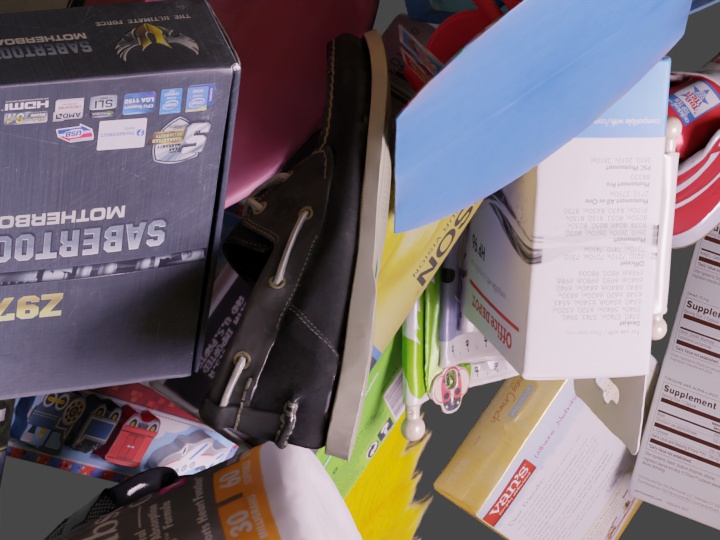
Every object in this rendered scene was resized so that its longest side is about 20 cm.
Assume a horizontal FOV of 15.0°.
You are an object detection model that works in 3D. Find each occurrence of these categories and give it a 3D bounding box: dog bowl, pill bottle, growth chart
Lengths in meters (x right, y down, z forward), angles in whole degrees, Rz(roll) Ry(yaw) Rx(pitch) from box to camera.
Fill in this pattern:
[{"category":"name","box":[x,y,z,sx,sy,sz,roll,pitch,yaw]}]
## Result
[{"category":"dog bowl","box":[-0.072,-0.108,1.138,0.200,0.074,0.200,-36,145,-31]},{"category":"pill bottle","box":[-0.095,0.163,1.212,0.200,0.116,0.116,-25,149,6]},{"category":"growth chart","box":[0.096,-0.004,1.458,0.200,0.018,0.145,-18,114,-32]}]

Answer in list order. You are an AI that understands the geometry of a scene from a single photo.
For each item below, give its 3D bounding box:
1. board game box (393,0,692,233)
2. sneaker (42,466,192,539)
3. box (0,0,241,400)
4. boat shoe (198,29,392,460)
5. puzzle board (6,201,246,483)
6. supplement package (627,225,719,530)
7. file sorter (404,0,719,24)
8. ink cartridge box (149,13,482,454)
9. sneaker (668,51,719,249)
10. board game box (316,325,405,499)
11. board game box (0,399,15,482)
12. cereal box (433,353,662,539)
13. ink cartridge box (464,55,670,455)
[{"category":"board game box","box":[0.068,-0.094,1.139,0.158,0.039,0.200,-34,164,-10]},{"category":"sneaker","box":[-0.083,0.148,1.344,0.140,0.078,0.200,-48,153,14]},{"category":"box","box":[-0.153,-0.020,1.047,0.200,0.051,0.158,-5,132,-20]},{"category":"boat shoe","box":[-0.021,-0.019,1.104,0.072,0.068,0.200,91,6,-56]},{"category":"puzzle board","box":[-0.088,0.036,1.312,0.151,0.017,0.200,-58,150,5]},{"category":"supplement package","box":[0.290,0.060,1.701,0.191,0.147,0.200,-1,108,-59]},{"category":"file sorter","box":[0.104,-0.189,1.202,0.123,0.139,0.200,-23,167,33]},{"category":"ink cartridge box","box":[0.000,0.000,1.264,0.198,0.047,0.200,-57,159,-4]},{"category":"sneaker","box":[0.214,-0.109,1.549,0.200,0.071,0.112,-53,153,0]},{"category":"board game box","box":[-0.018,0.050,1.390,0.096,0.030,0.200,-55,159,-14]},{"category":"board game box","box":[-0.201,0.093,1.192,0.105,0.023,0.200,-16,132,-38]},{"category":"cereal box","box":[0.130,0.107,1.669,0.144,0.040,0.200,-56,149,-4]},{"category":"ink cartridge box","box":[0.099,-0.018,1.362,0.068,0.116,0.200,-1,105,-12]}]
